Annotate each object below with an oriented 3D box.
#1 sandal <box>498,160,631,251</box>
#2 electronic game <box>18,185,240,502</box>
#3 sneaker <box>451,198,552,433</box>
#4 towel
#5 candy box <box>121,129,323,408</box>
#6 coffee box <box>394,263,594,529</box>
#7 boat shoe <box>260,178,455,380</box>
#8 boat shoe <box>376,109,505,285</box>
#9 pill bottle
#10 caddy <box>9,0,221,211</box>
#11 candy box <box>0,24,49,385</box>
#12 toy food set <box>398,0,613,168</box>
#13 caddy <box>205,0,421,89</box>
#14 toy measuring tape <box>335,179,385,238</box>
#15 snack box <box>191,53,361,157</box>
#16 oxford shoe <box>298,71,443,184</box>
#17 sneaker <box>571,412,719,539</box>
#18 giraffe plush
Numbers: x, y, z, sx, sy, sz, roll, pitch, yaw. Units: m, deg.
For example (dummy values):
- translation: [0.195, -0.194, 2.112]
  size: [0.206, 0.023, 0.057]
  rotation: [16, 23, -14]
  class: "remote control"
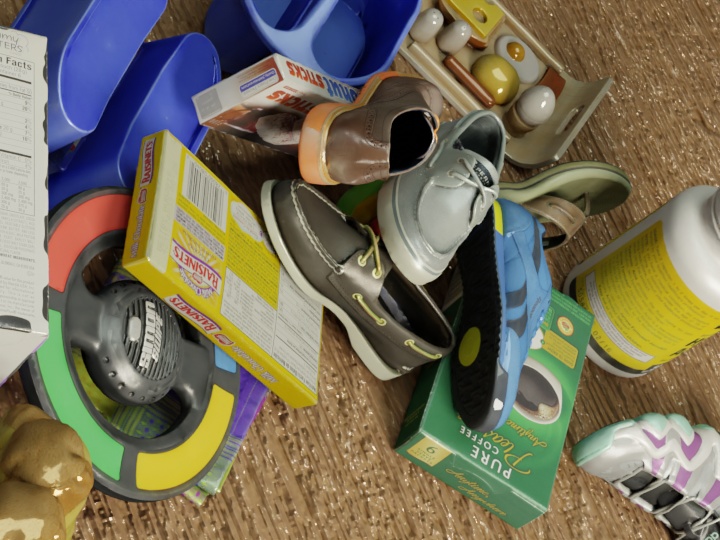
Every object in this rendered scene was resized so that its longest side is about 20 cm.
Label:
- translation: [0.140, -0.041, 1.332]
  size: [0.200, 0.080, 0.058]
  rotation: [-13, 67, -31]
  class: "sandal"
- translation: [-0.142, 0.045, 1.021]
  size: [0.200, 0.041, 0.202]
  rotation: [25, 59, -50]
  class: "electronic game"
- translation: [0.115, 0.034, 1.214]
  size: [0.078, 0.066, 0.201]
  rotation: [22, 52, -24]
  class: "sneaker"
- translation: [-0.118, 0.047, 1.121]
  size: [0.143, 0.023, 0.201]
  rotation: [39, 47, -12]
  class: "towel"
- translation: [-0.085, 0.003, 1.081]
  size: [0.200, 0.026, 0.103]
  rotation: [45, 40, -45]
  class: "candy box"
- translation: [0.107, 0.085, 1.251]
  size: [0.123, 0.044, 0.201]
  rotation: [33, 49, -15]
  class: "coffee box"
- translation: [0.000, 0.000, 1.156]
  size: [0.201, 0.060, 0.072]
  rotation: [51, 32, -39]
  class: "boat shoe"
- translation: [0.067, -0.065, 1.197]
  size: [0.070, 0.071, 0.201]
  rotation: [50, 30, -17]
  class: "boat shoe"
- translation: [0.264, 0.000, 1.312]
  size: [0.111, 0.200, 0.112]
  rotation: [17, 55, -27]
  class: "pill bottle"
- translation: [-0.185, -0.118, 1.118]
  size: [0.142, 0.104, 0.201]
  rotation: [53, 41, -32]
  class: "caddy"
- translation: [-0.249, -0.023, 0.965]
  size: [0.071, 0.168, 0.201]
  rotation: [11, 58, -31]
  class: "candy box"
- translation: [0.124, -0.198, 1.422]
  size: [0.200, 0.060, 0.144]
  rotation: [45, 47, -7]
  class: "toy food set"
- translation: [-0.032, -0.214, 1.273]
  size: [0.141, 0.105, 0.201]
  rotation: [38, 48, -13]
  class: "caddy"
- translation: [-0.018, -0.044, 1.212]
  size: [0.199, 0.073, 0.074]
  rotation: [19, 54, -30]
  class: "toy measuring tape"
- translation: [-0.043, -0.115, 1.181]
  size: [0.200, 0.072, 0.024]
  rotation: [11, 56, -65]
  class: "snack box"
- translation: [0.028, -0.097, 1.163]
  size: [0.200, 0.072, 0.072]
  rotation: [-39, 132, -59]
  class: "oxford shoe"
- translation: [0.260, 0.191, 1.279]
  size: [0.199, 0.078, 0.141]
  rotation: [7, 59, -33]
  class: "sneaker"
- translation: [-0.179, 0.197, 0.890]
  size: [0.162, 0.200, 0.173]
  rotation: [41, 22, -16]
  class: "giraffe plush"
